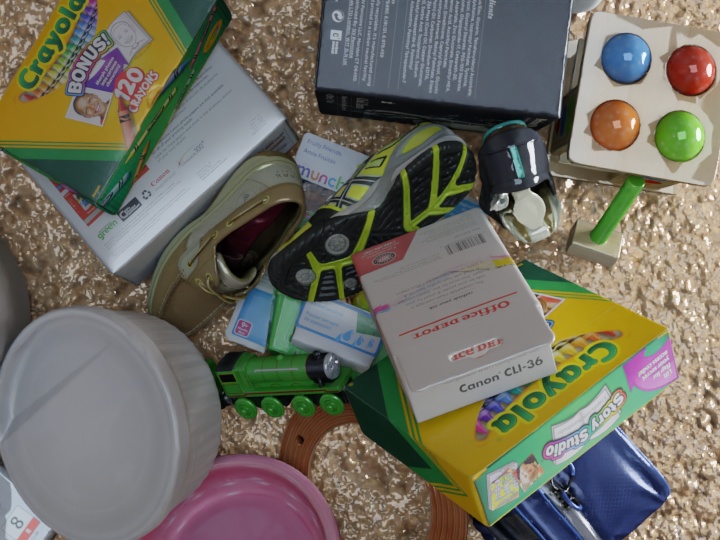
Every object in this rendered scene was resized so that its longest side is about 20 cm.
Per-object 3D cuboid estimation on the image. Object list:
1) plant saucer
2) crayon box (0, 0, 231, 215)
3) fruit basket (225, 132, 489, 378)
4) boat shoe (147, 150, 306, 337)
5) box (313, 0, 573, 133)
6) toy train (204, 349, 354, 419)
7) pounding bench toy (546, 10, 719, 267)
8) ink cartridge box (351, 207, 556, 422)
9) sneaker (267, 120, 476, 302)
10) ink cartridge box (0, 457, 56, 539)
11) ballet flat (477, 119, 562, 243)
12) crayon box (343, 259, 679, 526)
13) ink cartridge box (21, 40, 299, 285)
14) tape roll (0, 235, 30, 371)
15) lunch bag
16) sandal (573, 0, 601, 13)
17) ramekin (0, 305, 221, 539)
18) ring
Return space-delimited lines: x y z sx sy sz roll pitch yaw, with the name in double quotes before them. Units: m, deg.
"plant saucer" -0.109 0.262 1.158 0.199 0.051 0.202 -6 61 12
"crayon box" -0.210 -0.163 1.104 0.118 0.058 0.201 29 86 10
"fruit basket" 0.000 0.000 1.171 0.184 0.094 0.201 22 87 0
"boat shoe" -0.116 -0.010 1.138 0.074 0.067 0.200 19 119 -35
"box" 0.064 -0.188 1.117 0.195 0.200 0.125 5 91 0
"toy train" -0.091 0.097 1.149 0.199 0.042 0.057 -7 120 31
"pounding bench toy" 0.232 -0.103 1.140 0.123 0.156 0.201 9 90 -1
"ink cartridge box" 0.073 0.041 1.016 0.116 0.200 0.068 -20 122 -1
"sneaker" 0.007 -0.047 1.113 0.200 0.077 0.075 -35 123 6
"ink cartridge box" -0.387 0.225 1.190 0.200 0.050 0.163 36 89 -4
"ballet flat" 0.135 -0.060 1.115 0.073 0.200 0.074 -3 75 10
"crayon box" 0.116 0.088 1.041 0.200 0.172 0.059 -34 123 -20
"ink cartridge box" -0.187 -0.121 1.168 0.200 0.084 0.176 -41 81 0
"tape roll" -0.397 0.035 1.134 0.201 0.139 0.204 0 84 1
"lunch bag" 0.154 0.184 1.114 0.132 0.200 0.136 -41 88 -11
"sandal" 0.133 -0.301 1.189 0.202 0.083 0.050 27 47 1
"ramekin" -0.209 0.125 1.137 0.201 0.094 0.204 4 99 28
"ring" 0.011 0.194 1.157 0.199 0.019 0.202 10 108 33
